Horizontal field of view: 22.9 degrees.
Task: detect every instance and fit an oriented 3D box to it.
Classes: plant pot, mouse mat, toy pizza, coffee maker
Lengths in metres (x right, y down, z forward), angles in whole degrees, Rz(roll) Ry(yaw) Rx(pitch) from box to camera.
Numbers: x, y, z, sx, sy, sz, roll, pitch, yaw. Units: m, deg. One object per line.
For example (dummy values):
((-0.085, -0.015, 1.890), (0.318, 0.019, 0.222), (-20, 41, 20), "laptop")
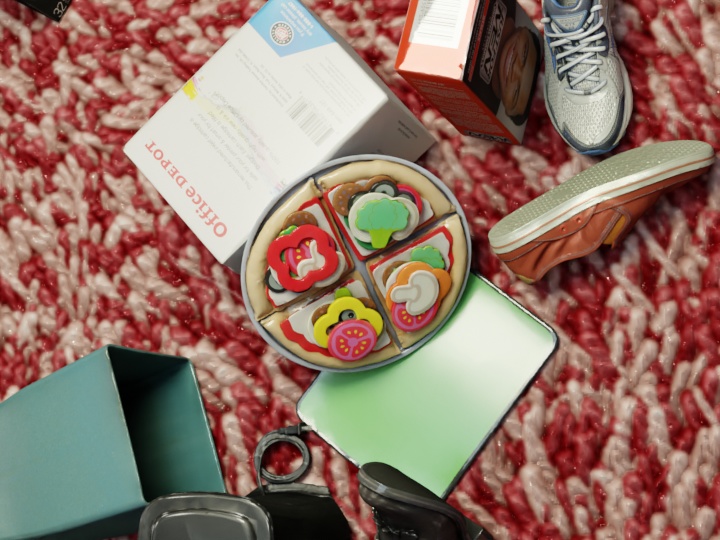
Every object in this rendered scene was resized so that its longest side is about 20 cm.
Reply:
((-0.248, 0.171, 1.558), (0.200, 0.141, 0.141), (-23, 73, 21), "plant pot")
((0.055, 0.091, 1.535), (0.161, 0.008, 0.200), (38, 94, 21), "mouse mat")
((0.000, 0.000, 1.480), (0.200, 0.200, 0.032), (-44, 28, 6), "toy pizza")
((-0.098, 0.225, 1.457), (0.135, 0.200, 0.192), (-24, 75, 13), "coffee maker")

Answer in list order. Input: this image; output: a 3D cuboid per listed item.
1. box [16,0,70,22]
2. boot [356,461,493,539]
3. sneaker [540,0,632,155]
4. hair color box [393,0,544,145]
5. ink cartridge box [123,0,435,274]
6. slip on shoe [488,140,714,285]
((-0.335, -0.344, 1.645), (0.124, 0.200, 0.149), (29, 90, 21), "box")
((0.019, 0.257, 1.423), (0.069, 0.200, 0.174), (31, 84, 40), "boot")
((0.181, -0.197, 1.504), (0.077, 0.085, 0.200), (-9, 78, 17), "sneaker")
((0.094, -0.179, 1.469), (0.061, 0.200, 0.102), (12, 84, 20), "hair color box")
((-0.069, -0.109, 1.540), (0.200, 0.145, 0.147), (-43, 69, 7), "ink cartridge box")
((0.206, -0.051, 1.486), (0.200, 0.074, 0.061), (-28, 107, 6), "slip on shoe")
